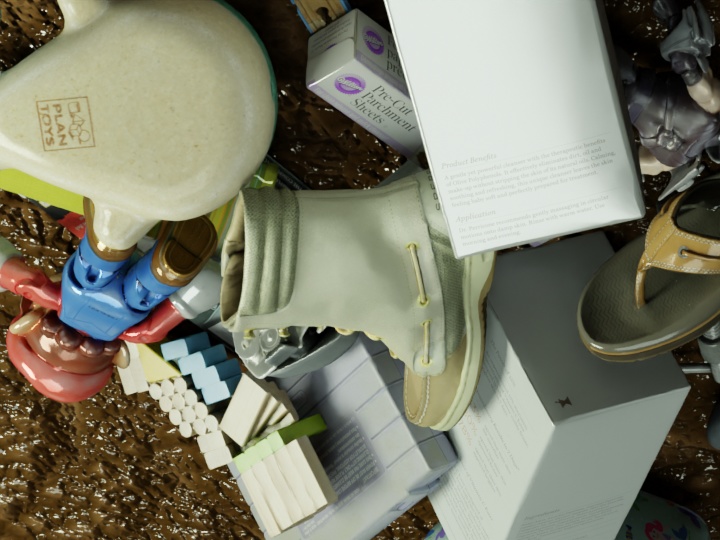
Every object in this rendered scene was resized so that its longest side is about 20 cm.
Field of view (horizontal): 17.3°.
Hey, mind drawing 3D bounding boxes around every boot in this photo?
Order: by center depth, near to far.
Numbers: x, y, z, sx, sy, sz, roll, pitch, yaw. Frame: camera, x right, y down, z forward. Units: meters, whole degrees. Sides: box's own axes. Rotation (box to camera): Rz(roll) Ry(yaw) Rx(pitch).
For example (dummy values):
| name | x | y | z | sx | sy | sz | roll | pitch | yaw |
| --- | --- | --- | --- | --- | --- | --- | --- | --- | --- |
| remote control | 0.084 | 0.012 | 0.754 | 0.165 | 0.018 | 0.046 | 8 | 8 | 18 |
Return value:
| name | x | y | z | sx | sy | sz | roll | pitch | yaw |
| --- | --- | --- | --- | --- | --- | --- | --- | --- | --- |
| boot | -0.005 | 0.021 | 1.368 | 0.154 | 0.072 | 0.201 | -6 | 137 | -11 |

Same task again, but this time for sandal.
| name | x | y | z | sx | sy | sz | roll | pitch | yaw |
| --- | --- | --- | --- | --- | --- | --- | --- | --- | --- |
| sandal | 0.205 | -0.020 | 1.338 | 0.199 | 0.082 | 0.055 | -27 | 135 | 20 |

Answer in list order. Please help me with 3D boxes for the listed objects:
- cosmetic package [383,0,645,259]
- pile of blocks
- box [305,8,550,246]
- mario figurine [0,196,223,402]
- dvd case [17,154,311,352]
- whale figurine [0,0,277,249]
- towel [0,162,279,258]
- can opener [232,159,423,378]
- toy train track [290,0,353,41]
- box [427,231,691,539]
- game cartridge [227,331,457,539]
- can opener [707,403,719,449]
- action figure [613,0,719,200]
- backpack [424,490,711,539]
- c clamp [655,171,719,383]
| name | x | y | z | sx | sy | sz | roll | pitch | yaw |
| --- | --- | --- | --- | --- | --- | --- | --- | --- | --- |
| cosmetic package | 0.074 | -0.119 | 1.212 | 0.107 | 0.085 | 0.201 | -11 | 112 | 9 |
| pile of blocks | -0.077 | 0.086 | 1.548 | 0.200 | 0.062 | 0.082 | 42 | 122 | 21 |
| box | 0.051 | -0.078 | 1.352 | 0.041 | 0.039 | 0.200 | -27 | 135 | 34 |
| mario figurine | -0.161 | -0.001 | 1.455 | 0.124 | 0.106 | 0.200 | 52 | 143 | 3 |
| dvd case | -0.098 | -0.030 | 1.477 | 0.146 | 0.022 | 0.200 | -27 | 127 | 37 |
| whale figurine | -0.144 | -0.093 | 1.333 | 0.199 | 0.104 | 0.160 | -7 | 104 | 10 |
| towel | -0.152 | -0.064 | 1.422 | 0.199 | 0.018 | 0.086 | 18 | 137 | -7 |
| can opener | 0.000 | 0.000 | 1.448 | 0.200 | 0.054 | 0.067 | -38 | 146 | 27 |
| toy train track | -0.035 | -0.175 | 1.285 | 0.114 | 0.033 | 0.200 | -14 | 141 | 17 |
| box | 0.111 | 0.091 | 1.473 | 0.097 | 0.125 | 0.200 | -13 | 147 | -22 |
| game cartridge | -0.019 | 0.116 | 1.558 | 0.130 | 0.038 | 0.200 | 58 | 140 | 10 |
| can opener | 0.269 | 0.102 | 1.469 | 0.067 | 0.054 | 0.200 | 21 | 166 | -6 |
| action figure | 0.137 | -0.103 | 1.305 | 0.199 | 0.070 | 0.130 | 16 | 134 | -13 |
| backpack | 0.140 | 0.228 | 1.612 | 0.199 | 0.178 | 0.151 | 20 | 139 | -15 |
| c clamp | 0.230 | 0.005 | 1.440 | 0.170 | 0.027 | 0.201 | -1 | 139 | 12 |
